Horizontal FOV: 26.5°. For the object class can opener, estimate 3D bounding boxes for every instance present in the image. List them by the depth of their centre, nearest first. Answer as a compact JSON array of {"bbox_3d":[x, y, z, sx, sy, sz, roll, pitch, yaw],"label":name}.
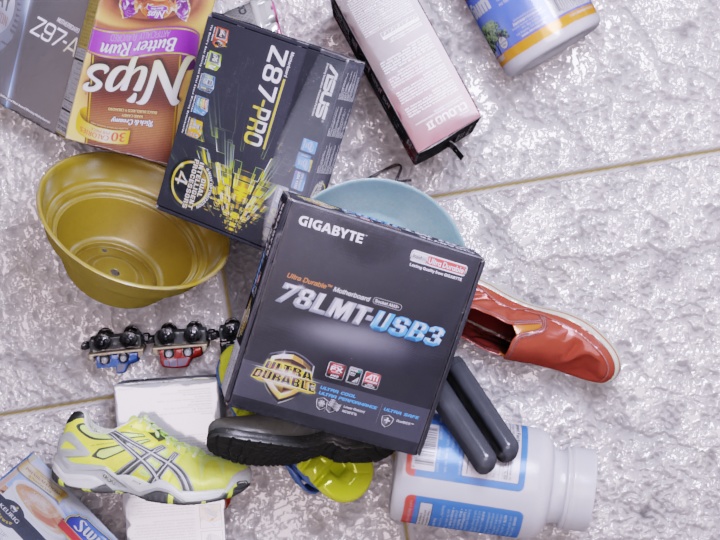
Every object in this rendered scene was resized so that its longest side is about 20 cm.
[{"bbox_3d":[0.086,0.099,1.486,0.053,0.067,0.201,-23,62,-20],"label":"can opener"}]

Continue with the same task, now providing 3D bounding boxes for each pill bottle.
[{"bbox_3d":[0.132,0.207,1.529,0.197,0.112,0.114,9,90,1],"label":"pill bottle"},{"bbox_3d":[0.147,-0.307,1.530,0.111,0.112,0.201,-29,89,1],"label":"pill bottle"}]

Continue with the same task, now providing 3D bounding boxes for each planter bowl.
[{"bbox_3d":[-0.236,-0.023,1.528,0.199,0.201,0.084,29,126,1],"label":"planter bowl"}]

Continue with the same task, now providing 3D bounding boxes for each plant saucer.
[{"bbox_3d":[0.005,0.009,1.451,0.198,0.039,0.204,-3,103,-11],"label":"plant saucer"}]

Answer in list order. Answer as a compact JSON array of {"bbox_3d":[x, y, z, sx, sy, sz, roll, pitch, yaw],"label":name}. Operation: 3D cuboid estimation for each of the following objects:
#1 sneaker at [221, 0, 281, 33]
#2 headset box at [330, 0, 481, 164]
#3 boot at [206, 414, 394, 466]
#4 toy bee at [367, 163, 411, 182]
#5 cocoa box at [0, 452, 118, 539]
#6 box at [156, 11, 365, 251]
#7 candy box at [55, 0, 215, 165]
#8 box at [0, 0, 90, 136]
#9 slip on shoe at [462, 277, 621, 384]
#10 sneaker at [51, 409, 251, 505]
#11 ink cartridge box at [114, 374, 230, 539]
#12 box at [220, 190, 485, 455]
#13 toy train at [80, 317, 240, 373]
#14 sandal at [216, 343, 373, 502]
[{"bbox_3d":[-0.110,-0.178,1.555,0.086,0.074,0.202,-13,85,1],"label":"sneaker"},{"bbox_3d":[0.048,-0.196,1.513,0.077,0.149,0.201,-30,88,1],"label":"headset box"},{"bbox_3d":[-0.059,0.119,1.491,0.198,0.068,0.132,3,65,-21],"label":"boot"},{"bbox_3d":[0.000,0.000,1.536,0.199,0.131,0.109,-35,114,-10],"label":"toy bee"},{"bbox_3d":[-0.319,0.311,1.506,0.200,0.131,0.133,45,122,1],"label":"cocoa box"},{"bbox_3d":[-0.099,-0.129,1.476,0.160,0.049,0.202,21,99,21],"label":"box"},{"bbox_3d":[-0.223,-0.218,1.536,0.116,0.056,0.202,12,98,-24],"label":"candy box"},{"bbox_3d":[-0.354,-0.254,1.572,0.199,0.044,0.161,30,90,1],"label":"box"},{"bbox_3d":[0.167,0.069,1.542,0.198,0.074,0.061,24,46,5],"label":"slip on shoe"},{"bbox_3d":[-0.204,0.184,1.504,0.197,0.075,0.077,7,90,0],"label":"sneaker"},{"bbox_3d":[-0.189,0.211,1.566,0.108,0.050,0.203,-4,91,1],"label":"ink cartridge box"},{"bbox_3d":[-0.008,0.051,1.414,0.198,0.050,0.201,17,100,-14],"label":"box"},{"bbox_3d":[-0.188,0.078,1.575,0.197,0.034,0.046,-4,102,0],"label":"toy train"},{"bbox_3d":[-0.075,0.159,1.546,0.079,0.087,0.200,-38,85,-20],"label":"sandal"}]
